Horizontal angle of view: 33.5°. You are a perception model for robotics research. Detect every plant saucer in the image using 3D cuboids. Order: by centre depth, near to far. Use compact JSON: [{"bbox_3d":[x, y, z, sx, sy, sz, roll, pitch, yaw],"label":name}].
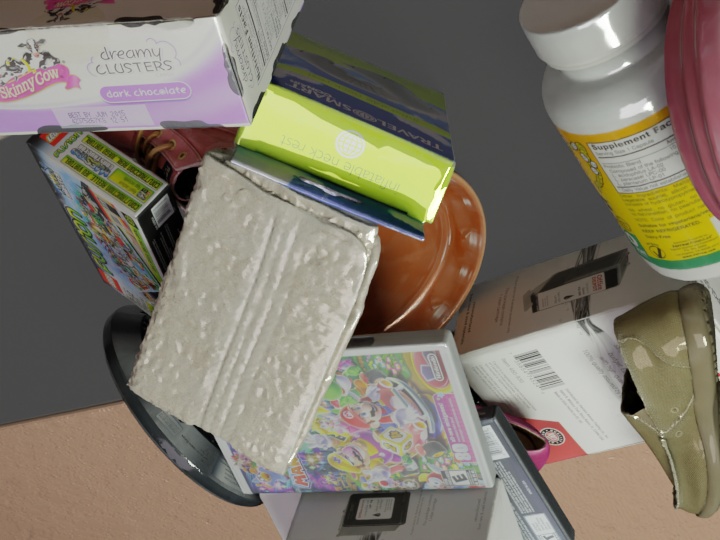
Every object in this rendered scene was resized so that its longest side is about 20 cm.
[{"bbox_3d":[0.225,-0.099,0.661,0.051,0.201,0.201,-7,134,41],"label":"plant saucer"},{"bbox_3d":[0.000,0.000,0.874,0.200,0.032,0.201,-20,135,-21],"label":"plant saucer"}]

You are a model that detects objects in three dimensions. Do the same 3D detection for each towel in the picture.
[{"bbox_3d":[-0.072,0.027,0.794,0.132,0.034,0.200,28,114,10],"label":"towel"}]

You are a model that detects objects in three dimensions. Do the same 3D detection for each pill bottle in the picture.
[{"bbox_3d":[0.181,-0.097,0.733,0.113,0.113,0.200,-18,128,31],"label":"pill bottle"}]

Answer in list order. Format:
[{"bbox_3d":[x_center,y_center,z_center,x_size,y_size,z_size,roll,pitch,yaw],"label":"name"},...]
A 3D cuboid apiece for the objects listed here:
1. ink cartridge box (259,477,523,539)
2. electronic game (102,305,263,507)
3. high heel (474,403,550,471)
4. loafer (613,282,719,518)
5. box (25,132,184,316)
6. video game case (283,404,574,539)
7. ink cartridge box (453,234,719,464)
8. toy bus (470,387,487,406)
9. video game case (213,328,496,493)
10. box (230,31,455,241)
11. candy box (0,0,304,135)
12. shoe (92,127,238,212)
[{"bbox_3d":[0.021,0.223,0.910,0.200,0.067,0.116,-7,127,22],"label":"ink cartridge box"},{"bbox_3d":[-0.137,0.110,0.989,0.042,0.200,0.200,-40,118,10],"label":"electronic game"},{"bbox_3d":[0.045,0.113,0.916,0.200,0.067,0.096,27,153,0],"label":"high heel"},{"bbox_3d":[0.215,0.091,0.828,0.067,0.076,0.200,-2,125,19],"label":"loafer"},{"bbox_3d":[-0.171,-0.024,0.899,0.110,0.035,0.200,33,158,22],"label":"box"},{"bbox_3d":[0.045,0.176,0.921,0.200,0.019,0.143,-16,123,28],"label":"video game case"},{"bbox_3d":[0.193,0.058,0.911,0.200,0.083,0.147,-20,127,32],"label":"ink cartridge box"},{"bbox_3d":[0.013,0.160,1.052,0.200,0.136,0.192,27,152,-9],"label":"toy bus"},{"bbox_3d":[-0.016,0.105,0.855,0.200,0.018,0.143,-5,128,20],"label":"video game case"},{"bbox_3d":[-0.008,-0.090,0.734,0.122,0.200,0.048,21,110,-7],"label":"box"},{"bbox_3d":[-0.122,-0.166,0.684,0.167,0.200,0.072,1,135,16],"label":"candy box"},{"bbox_3d":[-0.134,-0.091,0.845,0.200,0.091,0.072,7,136,9],"label":"shoe"}]
